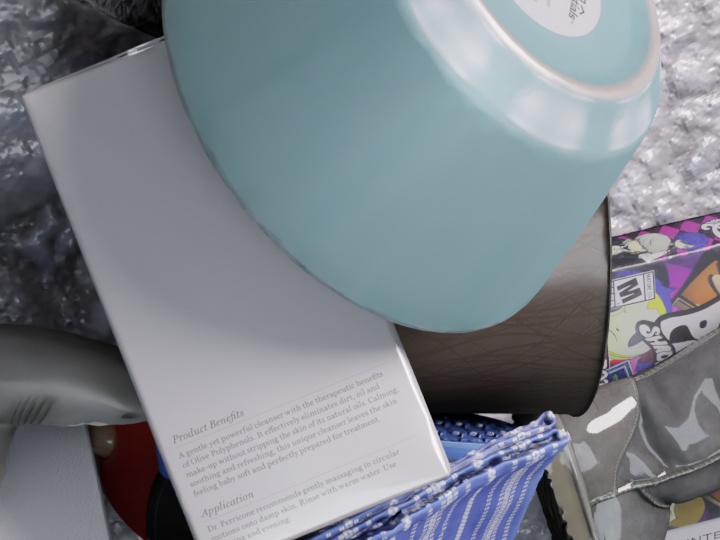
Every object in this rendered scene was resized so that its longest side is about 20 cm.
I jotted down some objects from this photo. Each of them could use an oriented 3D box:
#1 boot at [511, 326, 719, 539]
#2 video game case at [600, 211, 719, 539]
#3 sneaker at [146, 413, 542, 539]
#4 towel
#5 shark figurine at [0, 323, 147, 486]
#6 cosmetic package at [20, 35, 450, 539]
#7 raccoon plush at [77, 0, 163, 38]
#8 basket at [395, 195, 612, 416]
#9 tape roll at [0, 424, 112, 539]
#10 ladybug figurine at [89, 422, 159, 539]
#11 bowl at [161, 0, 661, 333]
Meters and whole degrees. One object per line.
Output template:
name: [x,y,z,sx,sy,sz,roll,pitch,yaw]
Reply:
boot: [0.193,0.099,1.020,0.199,0.073,0.182,-24,123,-7]
video game case: [0.202,0.060,1.054,0.181,0.036,0.201,-13,120,-9]
sneaker: [-0.005,0.109,0.919,0.199,0.070,0.078,0,102,-24]
towel: [-0.003,0.140,0.868,0.200,0.024,0.145,-25,156,-20]
shark figurine: [-0.189,0.056,0.797,0.214,0.128,0.090,-34,152,-34]
cosmetic package: [-0.050,0.007,0.797,0.107,0.085,0.201,-20,89,-5]
raccoon plush: [-0.088,-0.174,0.839,0.200,0.097,0.134,21,97,-57]
basket: [0.000,0.000,0.911,0.199,0.136,0.181,-6,134,-7]
tape roll: [-0.177,0.166,0.906,0.139,0.203,0.203,-10,120,-10]
ladybug figurine: [-0.038,0.104,0.988,0.199,0.072,0.136,9,115,-20]
bowl: [0.036,-0.088,0.743,0.200,0.201,0.105,29,138,-27]
